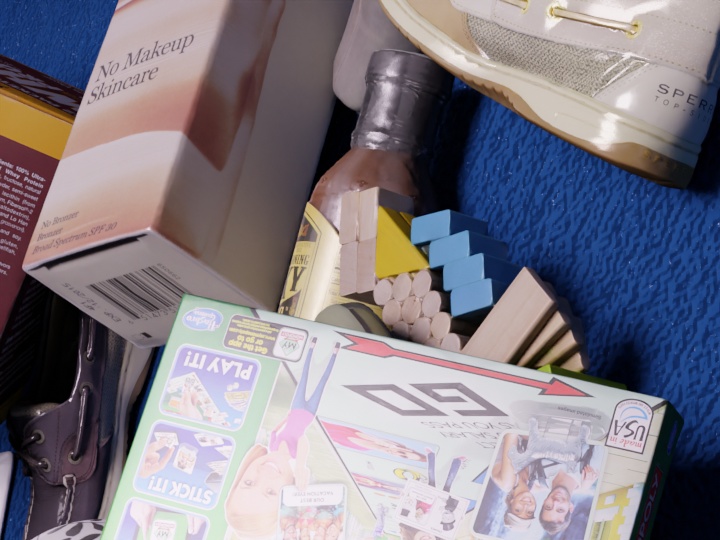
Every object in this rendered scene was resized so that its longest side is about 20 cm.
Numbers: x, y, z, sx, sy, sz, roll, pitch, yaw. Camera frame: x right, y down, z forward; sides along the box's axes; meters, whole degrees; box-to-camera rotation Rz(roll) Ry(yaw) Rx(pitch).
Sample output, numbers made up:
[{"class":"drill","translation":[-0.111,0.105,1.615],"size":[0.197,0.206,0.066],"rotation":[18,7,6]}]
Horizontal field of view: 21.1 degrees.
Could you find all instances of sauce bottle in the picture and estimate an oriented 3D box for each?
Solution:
[{"class":"sauce bottle","translation":[0.000,0.000,0.882],"size":[0.065,0.065,0.201],"rotation":[3,75,55]}]

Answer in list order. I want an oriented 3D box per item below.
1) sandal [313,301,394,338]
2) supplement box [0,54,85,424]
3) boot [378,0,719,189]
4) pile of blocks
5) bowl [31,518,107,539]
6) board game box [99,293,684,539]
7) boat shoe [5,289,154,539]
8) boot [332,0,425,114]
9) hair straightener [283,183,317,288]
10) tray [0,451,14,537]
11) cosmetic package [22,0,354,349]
[{"class":"sandal","translation":[0.008,0.110,0.753],"size":[0.080,0.057,0.201],"rotation":[114,139,-61]},{"class":"supplement box","translation":[-0.235,-0.020,1.091],"size":[0.197,0.132,0.200],"rotation":[-79,12,-83]},{"class":"boot","translation":[0.098,-0.137,0.802],"size":[0.200,0.072,0.155],"rotation":[39,107,50]},{"class":"pile of blocks","translation":[0.061,0.030,0.784],"size":[0.082,0.062,0.200],"rotation":[-52,46,23]},{"class":"bowl","translation":[-0.154,0.192,0.907],"size":[0.201,0.094,0.201],"rotation":[-156,90,-82]},{"class":"board game box","translation":[0.004,0.092,0.706],"size":[0.199,0.029,0.135],"rotation":[11,74,25]},{"class":"boat shoe","translation":[-0.164,0.085,1.070],"size":[0.072,0.065,0.201],"rotation":[3,76,56]},{"class":"boot","translation":[-0.007,-0.168,0.897],"size":[0.200,0.130,0.068],"rotation":[-64,35,30]},{"class":"hair straightener","translation":[-0.059,-0.029,0.999],"size":[0.200,0.041,0.077],"rotation":[7,80,56]},{"class":"tray","translation":[-0.283,0.174,1.237],"size":[0.200,0.022,0.108],"rotation":[-16,60,51]},{"class":"cosmetic package","translation":[-0.080,-0.073,0.963],"size":[0.103,0.087,0.200],"rotation":[-16,48,41]}]
